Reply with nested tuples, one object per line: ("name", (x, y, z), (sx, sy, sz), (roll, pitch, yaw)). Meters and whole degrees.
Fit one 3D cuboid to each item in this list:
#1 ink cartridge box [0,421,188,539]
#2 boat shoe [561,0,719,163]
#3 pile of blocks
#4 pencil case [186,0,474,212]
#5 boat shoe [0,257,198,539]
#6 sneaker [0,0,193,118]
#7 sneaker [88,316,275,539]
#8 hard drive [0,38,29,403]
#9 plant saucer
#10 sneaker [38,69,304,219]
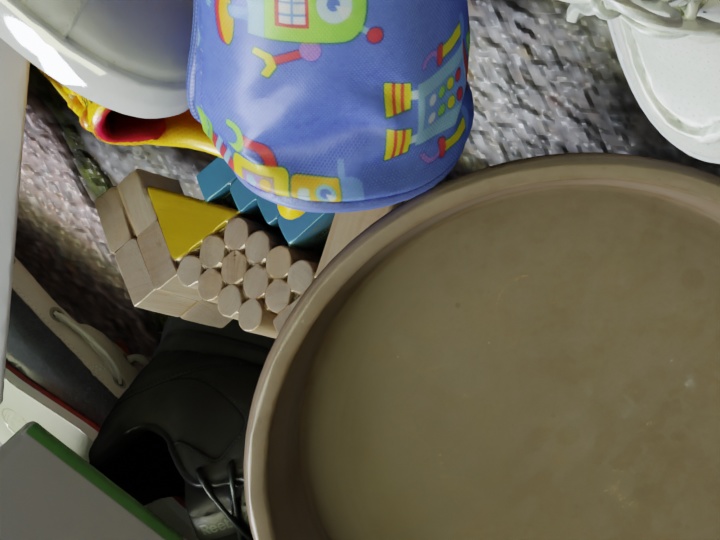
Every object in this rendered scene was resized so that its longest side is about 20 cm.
("ink cartridge box", (-0.096, 0.169, 0.995), (0.145, 0.084, 0.200), (36, 152, 15))
("boat shoe", (0.077, -0.088, 0.656), (0.074, 0.086, 0.202), (25, 144, 23))
("pile of blocks", (0.000, 0.000, 0.882), (0.200, 0.082, 0.062), (24, -175, 39))
("pencil case", (-0.015, -0.112, 0.709), (0.086, 0.078, 0.201), (-4, 128, 2))
("boat shoe", (-0.116, 0.045, 1.037), (0.200, 0.063, 0.071), (38, 146, 4))
("sneaker", (-0.095, -0.140, 0.759), (0.085, 0.073, 0.200), (-36, 86, 41))
("sneaker", (-0.013, 0.067, 0.933), (0.200, 0.091, 0.076), (2, 129, 43))
("hard drive", (-0.160, -0.058, 0.891), (0.132, 0.025, 0.200), (45, 145, 27))
("plant saucer", (0.064, 0.055, 0.796), (0.199, 0.029, 0.201), (-1, 114, -2))
("sneaker", (-0.082, -0.086, 0.834), (0.200, 0.077, 0.073), (27, 147, 23))
